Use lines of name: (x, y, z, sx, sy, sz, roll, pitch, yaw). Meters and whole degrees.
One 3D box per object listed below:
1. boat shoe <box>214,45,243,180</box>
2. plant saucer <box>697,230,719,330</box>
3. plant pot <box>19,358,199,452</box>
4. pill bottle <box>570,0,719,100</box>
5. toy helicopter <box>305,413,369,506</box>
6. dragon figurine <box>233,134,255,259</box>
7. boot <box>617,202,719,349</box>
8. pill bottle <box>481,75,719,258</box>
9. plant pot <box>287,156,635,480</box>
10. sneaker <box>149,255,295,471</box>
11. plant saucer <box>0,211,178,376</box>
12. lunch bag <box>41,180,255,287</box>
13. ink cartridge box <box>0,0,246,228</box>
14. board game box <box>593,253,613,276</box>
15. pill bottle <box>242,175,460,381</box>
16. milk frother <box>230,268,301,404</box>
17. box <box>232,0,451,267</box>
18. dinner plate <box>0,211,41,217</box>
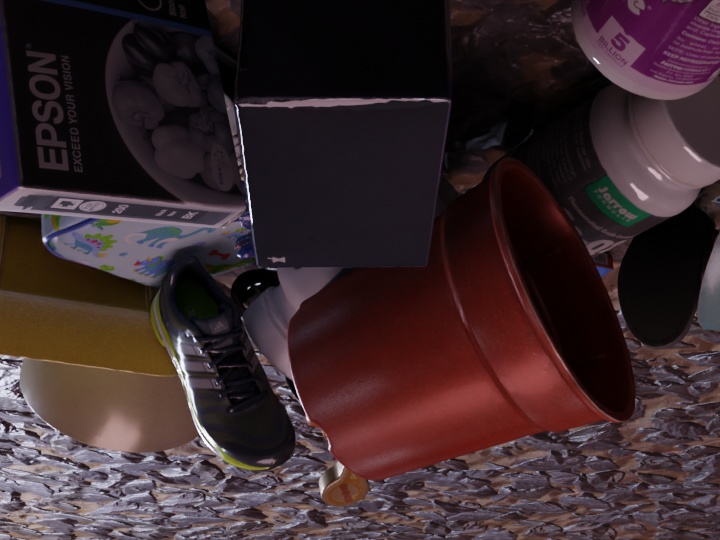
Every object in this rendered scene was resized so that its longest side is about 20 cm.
boat shoe: (-0.086, -0.120, 0.903, 0.071, 0.070, 0.201, -28, 150, 25)
plant saucer: (0.332, -0.037, 0.950, 0.027, 0.200, 0.200, 29, 167, 28)
plant pot: (-0.228, 0.067, 1.189, 0.200, 0.200, 0.135, 10, 119, -19)
pill bottle: (0.213, -0.197, 0.697, 0.112, 0.112, 0.200, 8, 152, -15)
toy helicopter: (0.001, 0.145, 1.058, 0.132, 0.079, 0.200, 4, 131, -24)
dragon figurine: (-0.027, -0.076, 0.875, 0.200, 0.099, 0.059, -24, 144, -26)
boot: (0.288, 0.007, 1.029, 0.069, 0.200, 0.174, -11, 145, 31)
pill bottle: (0.196, -0.079, 0.936, 0.113, 0.113, 0.200, 16, 149, -29)
plant pot: (0.065, 0.050, 0.863, 0.195, 0.201, 0.201, -26, 145, 23)
sneaker: (-0.116, 0.075, 0.973, 0.074, 0.200, 0.081, -26, 156, -23)
plant saucer: (-0.261, 0.007, 1.077, 0.200, 0.200, 0.048, 10, 119, -19)
lunch bag: (-0.154, -0.054, 0.991, 0.161, 0.083, 0.200, -19, 160, 23)
ink cartridge box: (-0.176, -0.124, 0.704, 0.200, 0.198, 0.043, 3, 155, -36)
board game box: (0.167, 0.022, 1.249, 0.103, 0.019, 0.200, 12, 151, -20)
pill bottle: (0.000, 0.000, 1.005, 0.200, 0.120, 0.120, -43, 139, 13)
milk frother: (-0.004, 0.026, 1.148, 0.200, 0.181, 0.188, 37, 106, -9)
box: (-0.010, -0.130, 0.739, 0.123, 0.199, 0.200, 1, 154, 0)
dinner plate: (-0.293, -0.099, 1.003, 0.200, 0.024, 0.200, 1, 153, 0)
